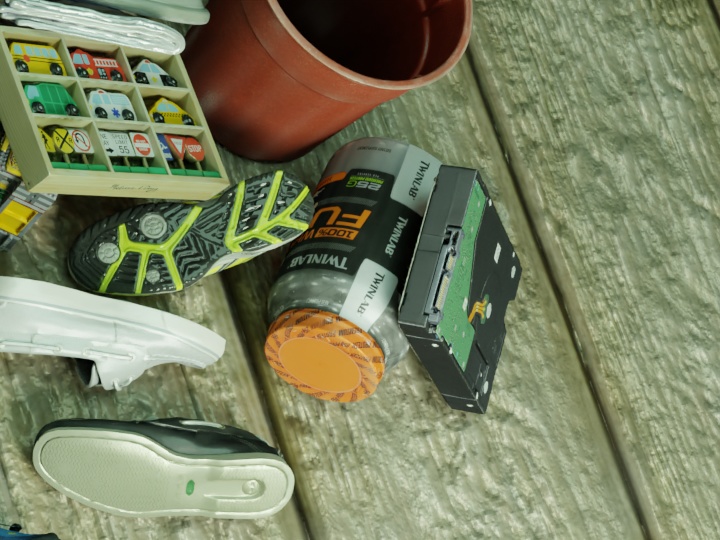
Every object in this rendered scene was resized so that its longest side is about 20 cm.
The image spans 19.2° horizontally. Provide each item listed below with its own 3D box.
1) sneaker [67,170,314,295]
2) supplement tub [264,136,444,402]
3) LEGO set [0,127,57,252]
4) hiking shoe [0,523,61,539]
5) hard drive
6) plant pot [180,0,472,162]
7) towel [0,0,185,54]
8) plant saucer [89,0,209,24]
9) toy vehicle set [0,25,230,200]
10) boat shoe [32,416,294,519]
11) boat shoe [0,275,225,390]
[{"bbox_3d":[-0.134,-0.019,1.682,0.200,0.076,0.076,-14,80,-18],"label":"sneaker"},{"bbox_3d":[0.000,0.000,1.720,0.122,0.123,0.200,33,53,-15],"label":"supplement tub"},{"bbox_3d":[-0.279,-0.119,1.603,0.154,0.116,0.200,33,53,-15],"label":"LEGO set"},{"bbox_3d":[-0.299,0.179,1.470,0.200,0.074,0.087,5,65,-31],"label":"hiking shoe"},{"bbox_3d":[0.082,0.019,1.721,0.038,0.200,0.140,9,70,18],"label":"hard drive"},{"bbox_3d":[-0.043,-0.194,1.742,0.200,0.195,0.201,14,60,-26],"label":"plant pot"},{"bbox_3d":[-0.228,-0.202,1.640,0.147,0.200,0.024,10,100,-24],"label":"towel"},{"bbox_3d":[-0.210,-0.244,1.669,0.200,0.200,0.050,12,101,-27],"label":"plant saucer"},{"bbox_3d":[-0.190,-0.115,1.585,0.200,0.026,0.124,-1,63,-54],"label":"toy vehicle set"},{"bbox_3d":[-0.152,0.143,1.601,0.200,0.072,0.068,9,26,-22],"label":"boat shoe"},{"bbox_3d":[-0.197,0.055,1.606,0.200,0.072,0.069,16,81,-33],"label":"boat shoe"}]
